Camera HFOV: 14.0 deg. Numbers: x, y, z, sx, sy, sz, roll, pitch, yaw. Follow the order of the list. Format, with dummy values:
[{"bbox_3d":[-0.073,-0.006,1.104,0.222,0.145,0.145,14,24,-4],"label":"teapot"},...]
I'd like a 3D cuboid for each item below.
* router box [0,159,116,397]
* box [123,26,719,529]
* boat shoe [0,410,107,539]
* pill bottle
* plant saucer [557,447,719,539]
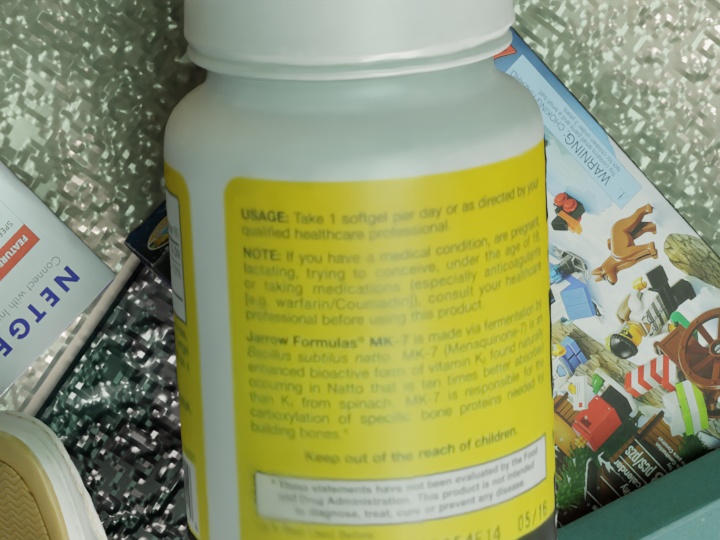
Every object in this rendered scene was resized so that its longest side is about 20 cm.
[{"bbox_3d":[-0.206,0.009,0.874,0.200,0.049,0.180,-46,114,-5],"label":"router box"},{"bbox_3d":[0.039,0.011,0.971,0.137,0.038,0.200,-47,113,-5],"label":"box"},{"bbox_3d":[-0.095,0.119,0.926,0.069,0.071,0.200,-49,142,-48],"label":"boat shoe"},{"bbox_3d":[0.000,0.000,0.871,0.114,0.114,0.200,-8,106,-18],"label":"pill bottle"},{"bbox_3d":[0.109,0.097,0.994,0.200,0.019,0.070,-23,132,-26],"label":"plant saucer"}]
